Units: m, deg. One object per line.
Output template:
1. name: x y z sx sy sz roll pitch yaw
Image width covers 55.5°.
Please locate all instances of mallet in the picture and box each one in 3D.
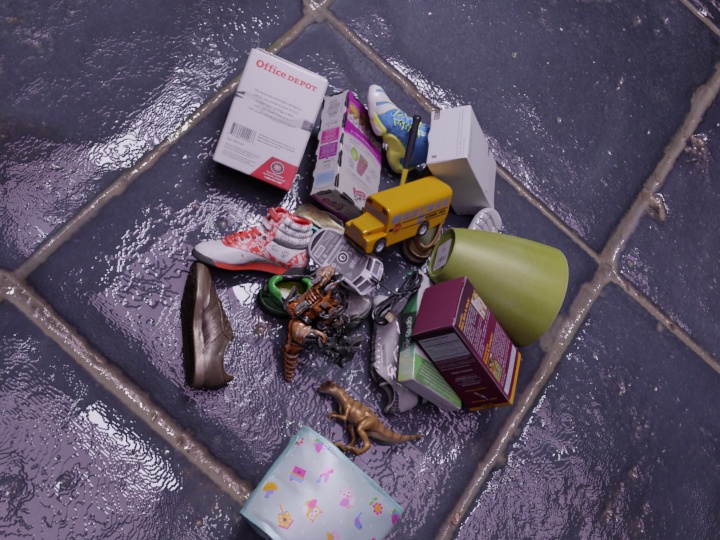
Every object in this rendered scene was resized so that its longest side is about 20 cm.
1. mallet: 0.079 -0.174 1.227 0.040 0.203 0.066 13 29 4

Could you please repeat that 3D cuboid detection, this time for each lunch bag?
1. lunch bag: -0.065 0.360 1.031 0.200 0.122 0.171 43 65 -5

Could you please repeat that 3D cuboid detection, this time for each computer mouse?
1. computer mouse: 0.000 0.000 1.150 0.199 0.044 0.110 36 83 11

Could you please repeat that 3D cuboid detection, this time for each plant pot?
1. plant pot: 0.225 0.009 1.194 0.197 0.187 0.190 24 66 -16

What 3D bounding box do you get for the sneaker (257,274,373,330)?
1. sneaker: -0.072 0.052 1.157 0.196 0.085 0.080 6 70 -16

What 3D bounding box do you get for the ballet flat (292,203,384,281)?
1. ballet flat: -0.033 -0.055 1.222 0.198 0.071 0.071 32 65 -4

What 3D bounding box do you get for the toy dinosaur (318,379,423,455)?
1. toy dinosaur: 0.011 0.256 1.125 0.199 0.060 0.107 36 63 -3

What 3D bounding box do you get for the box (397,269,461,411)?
1. box: 0.122 0.120 1.165 0.144 0.036 0.203 37 46 -39

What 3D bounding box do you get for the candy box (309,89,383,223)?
1. candy box: -0.020 -0.200 1.238 0.136 0.060 0.204 35 54 -50

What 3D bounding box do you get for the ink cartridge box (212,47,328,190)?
1. ink cartridge box: -0.155 -0.261 1.197 0.142 0.084 0.203 21 96 -9

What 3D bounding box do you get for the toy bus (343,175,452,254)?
1. toy bus: 0.066 -0.096 1.161 0.198 0.079 0.065 -22 48 -38

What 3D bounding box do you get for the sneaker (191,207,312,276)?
1. sneaker: -0.176 -0.057 1.146 0.198 0.067 0.110 9 108 -19

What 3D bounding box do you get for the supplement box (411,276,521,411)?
1. supplement box: 0.179 0.125 1.135 0.201 0.085 0.111 51 41 -26

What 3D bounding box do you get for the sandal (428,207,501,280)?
1. sandal: 0.194 -0.030 1.288 0.203 0.050 0.083 -48 114 -13

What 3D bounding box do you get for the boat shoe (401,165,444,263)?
1. boat shoe: 0.132 -0.112 1.284 0.074 0.074 0.203 17 67 -11

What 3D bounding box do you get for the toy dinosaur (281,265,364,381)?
1. toy dinosaur: -0.071 0.089 1.109 0.134 0.201 0.103 23 41 -16

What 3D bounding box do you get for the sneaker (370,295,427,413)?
1. sneaker: 0.049 0.141 1.173 0.079 0.077 0.203 -16 75 -12

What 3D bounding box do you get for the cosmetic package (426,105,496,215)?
1. cosmetic package: 0.190 -0.198 1.265 0.080 0.200 0.115 -2 67 23

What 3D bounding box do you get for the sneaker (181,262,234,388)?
1. sneaker: -0.245 0.090 1.110 0.074 0.070 0.204 8 71 -35

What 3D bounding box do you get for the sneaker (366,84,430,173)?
1. sneaker: 0.082 -0.266 1.254 0.103 0.201 0.077 -9 54 17
